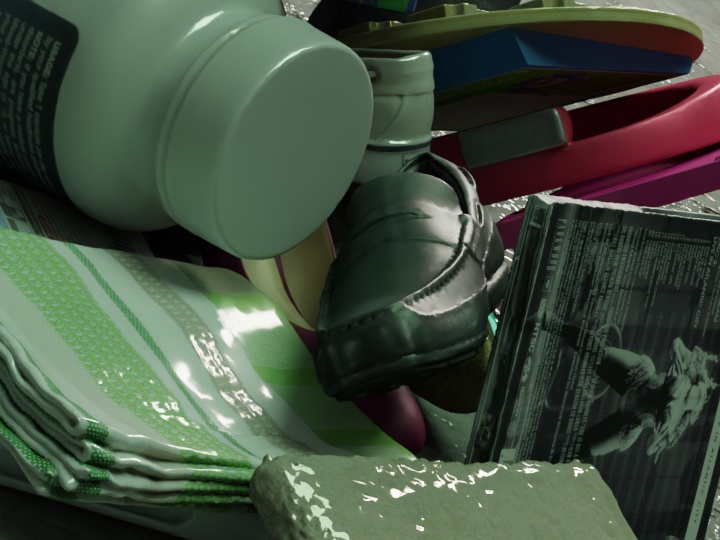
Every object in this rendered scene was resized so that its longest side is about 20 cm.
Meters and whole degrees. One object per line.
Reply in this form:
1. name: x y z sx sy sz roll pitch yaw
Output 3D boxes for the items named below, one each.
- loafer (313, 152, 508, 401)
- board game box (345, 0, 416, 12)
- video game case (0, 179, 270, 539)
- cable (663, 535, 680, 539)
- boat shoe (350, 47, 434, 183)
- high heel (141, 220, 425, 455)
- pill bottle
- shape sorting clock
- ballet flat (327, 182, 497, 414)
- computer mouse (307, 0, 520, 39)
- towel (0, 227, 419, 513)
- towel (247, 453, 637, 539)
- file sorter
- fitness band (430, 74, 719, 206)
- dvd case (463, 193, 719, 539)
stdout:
1. loafer: 0.015 0.000 1.086 0.201 0.068 0.071 -50 122 -74
2. board game box: -0.057 -0.184 1.325 0.135 0.035 0.200 8 26 -21
3. video game case: -0.128 0.019 1.036 0.182 0.023 0.200 21 23 -35
4. cable: 0.149 0.163 1.118 0.097 0.050 0.200 32 6 -37
5. boat shoe: -0.059 -0.092 1.260 0.199 0.070 0.071 15 18 22
6. high heel: -0.025 -0.013 1.164 0.067 0.096 0.200 2 35 -51
7. pill bottle: -0.098 -0.084 1.133 0.200 0.120 0.119 30 14 32
8. shape sorting clock: 0.060 -0.097 1.339 0.200 0.199 0.039 0 80 -59
9. ballet flat: 0.000 0.000 1.248 0.070 0.071 0.200 22 22 -31
10. computer mouse: 0.031 -0.118 1.411 0.138 0.200 0.053 0 66 -16
11. towel: -0.073 0.030 1.018 0.200 0.031 0.149 10 31 -51
12. towel: 0.050 0.123 1.006 0.200 0.034 0.133 8 44 -51
13. file sorter: 0.170 0.004 1.355 0.200 0.138 0.126 -26 99 -68
14. fitness band: 0.084 -0.056 1.367 0.143 0.199 0.038 -15 93 -57
15. dvd case: 0.104 0.048 1.162 0.016 0.150 0.200 17 7 33
